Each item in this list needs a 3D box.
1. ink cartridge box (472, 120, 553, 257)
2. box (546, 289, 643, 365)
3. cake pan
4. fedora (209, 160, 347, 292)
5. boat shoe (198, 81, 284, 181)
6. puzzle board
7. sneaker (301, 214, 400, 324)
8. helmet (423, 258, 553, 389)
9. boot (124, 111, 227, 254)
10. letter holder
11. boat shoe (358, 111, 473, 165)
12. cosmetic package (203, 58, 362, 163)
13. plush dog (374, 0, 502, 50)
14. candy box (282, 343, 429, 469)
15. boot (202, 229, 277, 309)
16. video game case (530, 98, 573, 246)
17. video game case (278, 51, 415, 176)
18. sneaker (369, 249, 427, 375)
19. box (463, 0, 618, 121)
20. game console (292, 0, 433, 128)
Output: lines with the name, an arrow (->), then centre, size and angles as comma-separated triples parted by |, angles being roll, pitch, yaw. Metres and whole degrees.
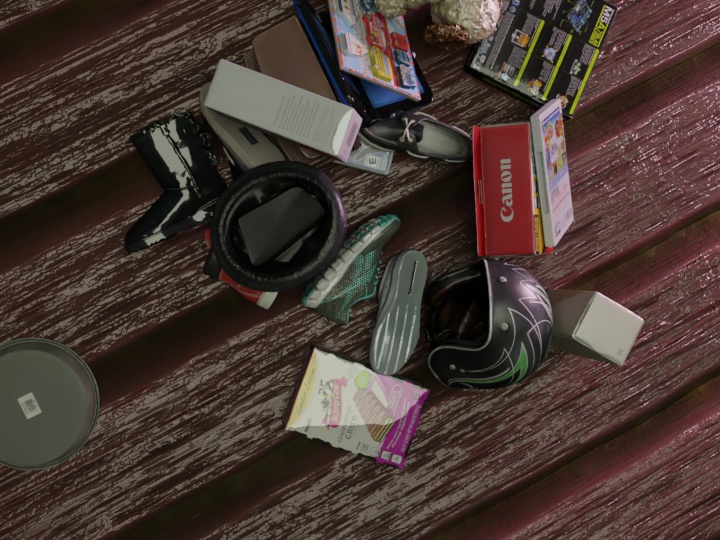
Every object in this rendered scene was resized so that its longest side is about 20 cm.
ink cartridge box -> 0.235, -0.122, 1.451 | 0.083, 0.175, 0.202 | -3, 93, 23
box -> 0.344, 0.085, 1.467 | 0.094, 0.200, 0.078 | 30, 85, -9
cake pan -> -0.495, 0.202, 1.419 | 0.198, 0.037, 0.202 | 0, 91, -9
fedora -> -0.115, -0.060, 1.377 | 0.199, 0.092, 0.203 | 0, 87, 5
boat shoe -> -0.190, -0.190, 1.443 | 0.074, 0.093, 0.201 | -20, 63, -31
puzzle board -> 0.018, -0.356, 1.415 | 0.150, 0.017, 0.201 | 15, 53, -37
sneaker -> 0.000, 0.000, 1.483 | 0.091, 0.078, 0.200 | 43, 92, -16
helmet -> 0.199, 0.082, 1.434 | 0.190, 0.200, 0.201 | -22, 95, 23
boot -> -0.296, -0.136, 1.425 | 0.197, 0.073, 0.163 | -29, 98, -15
letter holder -> -0.107, -0.250, 1.418 | 0.141, 0.101, 0.201 | -26, 87, 4
boat shoe -> 0.087, -0.210, 1.473 | 0.199, 0.060, 0.075 | 18, 88, -21
cosmetic package -> -0.105, -0.220, 1.319 | 0.199, 0.101, 0.072 | 22, 93, 7
plush dog -> 0.142, -0.421, 1.418 | 0.200, 0.160, 0.172 | -36, 92, -32
candy box -> -0.007, 0.213, 1.485 | 0.198, 0.061, 0.137 | 20, 88, -9
boot -> -0.155, -0.061, 1.453 | 0.144, 0.072, 0.201 | 30, 90, -7
video game case -> 0.299, -0.154, 1.473 | 0.018, 0.143, 0.202 | -2, 109, 26
video game case -> -0.021, -0.268, 1.491 | 0.181, 0.023, 0.202 | 13, 89, -9
sneaker -> 0.057, 0.067, 1.481 | 0.073, 0.071, 0.202 | 21, 79, -17
box -> 0.291, -0.373, 1.528 | 0.192, 0.047, 0.201 | 23, 87, -11
game console -> 0.006, -0.330, 1.412 | 0.118, 0.171, 0.201 | -29, 77, 10
